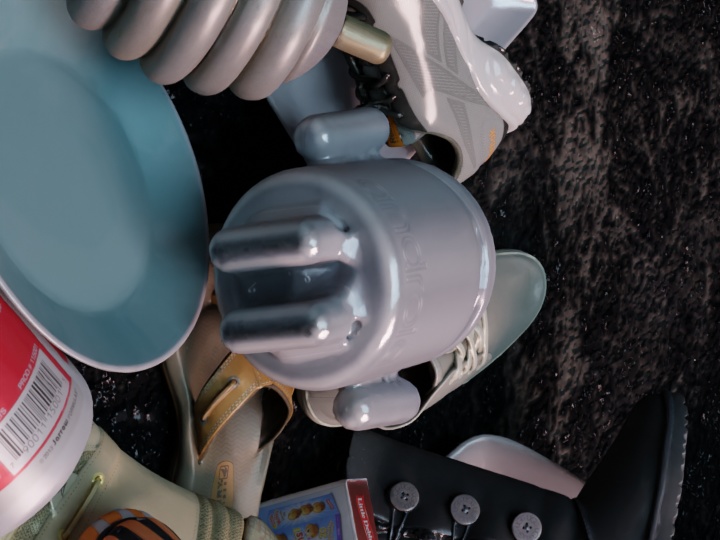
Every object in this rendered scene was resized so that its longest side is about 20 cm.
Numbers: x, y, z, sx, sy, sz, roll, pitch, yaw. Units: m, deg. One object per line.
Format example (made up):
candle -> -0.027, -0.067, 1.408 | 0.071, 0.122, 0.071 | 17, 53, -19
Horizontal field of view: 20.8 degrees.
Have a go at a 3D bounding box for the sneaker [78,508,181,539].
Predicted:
sneaker -> -0.079, 0.218, 0.937 | 0.077, 0.112, 0.201 | -29, 118, -28

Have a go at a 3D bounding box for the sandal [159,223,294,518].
sandal -> -0.068, 0.075, 1.066 | 0.080, 0.054, 0.202 | -4, 101, -42

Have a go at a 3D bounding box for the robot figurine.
robot figurine -> 0.000, 0.000, 1.035 | 0.200, 0.112, 0.171 | -13, 99, -60

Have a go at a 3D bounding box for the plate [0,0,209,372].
plate -> -0.143, -0.045, 0.953 | 0.200, 0.025, 0.202 | 37, 43, -46

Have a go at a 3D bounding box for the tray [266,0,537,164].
tray -> 0.022, -0.131, 1.134 | 0.200, 0.022, 0.108 | -49, 126, -25

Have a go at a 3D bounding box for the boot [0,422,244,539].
boot -> -0.152, 0.180, 0.987 | 0.155, 0.073, 0.201 | 36, 67, -31

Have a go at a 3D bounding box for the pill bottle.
pill bottle -> -0.217, 0.025, 0.881 | 0.112, 0.112, 0.200 | -52, 127, -23

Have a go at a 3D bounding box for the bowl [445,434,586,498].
bowl -> 0.091, 0.224, 1.175 | 0.200, 0.199, 0.075 | -50, 169, -27

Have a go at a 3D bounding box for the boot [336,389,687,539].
boot -> 0.085, 0.127, 1.154 | 0.066, 0.198, 0.166 | 94, 8, -59

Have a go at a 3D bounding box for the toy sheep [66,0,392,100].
toy sheep -> -0.070, -0.151, 0.965 | 0.199, 0.138, 0.139 | 25, 80, -15

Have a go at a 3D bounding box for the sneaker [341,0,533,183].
sneaker -> 0.021, -0.119, 1.073 | 0.200, 0.074, 0.080 | 44, 74, -38

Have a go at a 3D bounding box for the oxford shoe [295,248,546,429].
oxford shoe -> 0.049, 0.044, 1.168 | 0.199, 0.057, 0.076 | -25, 111, -39

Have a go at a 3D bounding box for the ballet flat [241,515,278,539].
ballet flat -> -0.037, 0.232, 1.055 | 0.067, 0.062, 0.202 | 30, 59, -84

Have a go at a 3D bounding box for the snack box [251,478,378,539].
snack box -> -0.012, 0.221, 1.080 | 0.024, 0.071, 0.202 | 8, 68, -54
